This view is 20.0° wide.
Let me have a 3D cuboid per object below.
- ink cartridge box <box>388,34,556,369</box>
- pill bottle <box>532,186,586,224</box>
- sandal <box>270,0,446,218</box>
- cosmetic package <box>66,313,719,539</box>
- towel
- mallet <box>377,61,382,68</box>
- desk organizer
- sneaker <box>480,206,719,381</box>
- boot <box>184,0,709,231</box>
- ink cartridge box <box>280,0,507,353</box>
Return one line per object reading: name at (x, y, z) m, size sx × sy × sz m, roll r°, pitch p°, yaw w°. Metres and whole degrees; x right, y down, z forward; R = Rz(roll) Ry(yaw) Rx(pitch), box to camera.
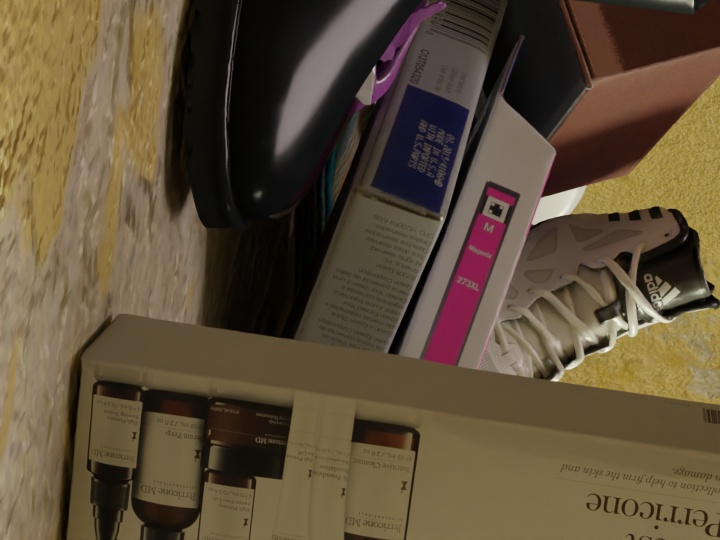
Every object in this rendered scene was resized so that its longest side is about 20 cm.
ink cartridge box at (0.036, 0.011, 0.816) m, size 0.095 × 0.037 × 0.200 m, roll 115°, pitch -5°, yaw -62°
pill bottle at (0.067, -0.111, 1.147) m, size 0.200 × 0.114 × 0.114 m, roll -90°, pitch -177°, yaw -54°
sandal at (0.008, -0.112, 0.753) m, size 0.082 × 0.050 × 0.203 m, roll 28°, pitch 84°, yaw -58°
cosmetic package at (0.018, 0.072, 0.587) m, size 0.051 × 0.199 × 0.083 m, roll -65°, pitch 162°, yaw -73°
towel at (-0.009, -0.040, 1.037) m, size 0.147 × 0.022 × 0.200 m, roll -73°, pitch 169°, yaw -53°
mallet at (0.061, -0.170, 0.951) m, size 0.200 × 0.041 × 0.066 m, roll -62°, pitch 180°, yaw -8°
desk organizer at (0.101, -0.091, 0.920) m, size 0.200 × 0.077 × 0.072 m, roll 121°, pitch -47°, yaw -74°
sneaker at (0.091, 0.014, 0.913) m, size 0.200 × 0.115 × 0.076 m, roll -42°, pitch 110°, yaw -54°
boot at (0.036, -0.102, 0.677) m, size 0.076 × 0.168 × 0.201 m, roll 66°, pitch 33°, yaw -76°
ink cartridge box at (0.000, 0.000, 0.845) m, size 0.197 × 0.043 × 0.200 m, roll -73°, pitch -177°, yaw -55°
